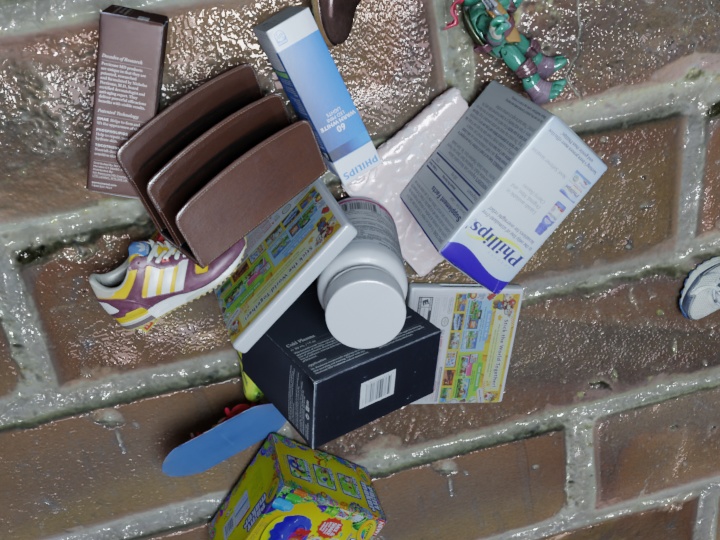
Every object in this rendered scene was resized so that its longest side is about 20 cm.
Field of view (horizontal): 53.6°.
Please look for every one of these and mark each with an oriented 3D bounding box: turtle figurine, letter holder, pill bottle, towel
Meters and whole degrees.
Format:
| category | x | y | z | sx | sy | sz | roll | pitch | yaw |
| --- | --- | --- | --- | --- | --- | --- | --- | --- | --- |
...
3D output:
| category | x | y | z | sx | sy | sz | roll | pitch | yaw |
| --- | --- | --- | --- | --- | --- | --- | --- | --- | --- |
| turtle figurine | 0.183 | -0.308 | 0.888 | 0.200 | 0.100 | 0.151 | 44 | 58 | -26 |
| letter holder | -0.158 | -0.130 | 0.828 | 0.200 | 0.100 | 0.143 | -41 | 136 | -21 |
| pill bottle | 0.000 | 0.000 | 0.897 | 0.112 | 0.201 | 0.115 | -2 | 121 | -3 |
| towel | 0.103 | -0.118 | 0.987 | 0.199 | 0.032 | 0.191 | -39 | 116 | 7 |

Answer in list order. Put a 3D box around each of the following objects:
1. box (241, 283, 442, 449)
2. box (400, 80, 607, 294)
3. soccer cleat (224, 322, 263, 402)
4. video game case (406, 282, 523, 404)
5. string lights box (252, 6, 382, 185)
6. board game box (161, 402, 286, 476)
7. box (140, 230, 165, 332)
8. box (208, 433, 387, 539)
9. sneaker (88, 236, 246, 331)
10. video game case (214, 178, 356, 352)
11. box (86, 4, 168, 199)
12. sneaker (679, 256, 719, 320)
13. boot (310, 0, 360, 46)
| category | x | y | z | sx | sy | sz | roll | pitch | yaw |
| --- | --- | --- | --- | --- | --- | --- | --- | --- | --- |
| box | -0.028 | 0.106 | 0.933 | 0.198 | 0.182 | 0.105 | -17 | 126 | -32 |
| box | 0.167 | -0.108 | 0.885 | 0.104 | 0.184 | 0.201 | 33 | 105 | -25 |
| soccer cleat | -0.157 | 0.097 | 1.018 | 0.083 | 0.065 | 0.202 | 18 | 123 | 21 |
| video game case | 0.149 | 0.115 | 1.104 | 0.179 | 0.023 | 0.203 | 1 | 112 | -13 |
| string lights box | -0.053 | -0.213 | 0.870 | 0.059 | 0.103 | 0.201 | -31 | 117 | -5 |
| board game box | -0.200 | 0.232 | 1.041 | 0.198 | 0.039 | 0.158 | -28 | 155 | -8 |
| box | -0.249 | -0.017 | 0.943 | 0.075 | 0.050 | 0.200 | 40 | 101 | -25 |
| box | -0.101 | 0.392 | 1.108 | 0.191 | 0.122 | 0.201 | 27 | 106 | -27 |
| sneaker | -0.237 | -0.007 | 0.882 | 0.199 | 0.075 | 0.091 | -33 | 121 | 2 |
| video game case | -0.106 | -0.024 | 0.891 | 0.200 | 0.182 | 0.023 | -46 | 128 | 10 |
| box | -0.271 | -0.196 | 0.833 | 0.074 | 0.100 | 0.202 | 9 | 111 | -16 |
| sneaker | 0.596 | 0.013 | 1.121 | 0.199 | 0.085 | 0.077 | -40 | 115 | 7 |
| boot | 0.033 | -0.351 | 0.809 | 0.165 | 0.072 | 0.203 | 15 | 106 | 22 |
